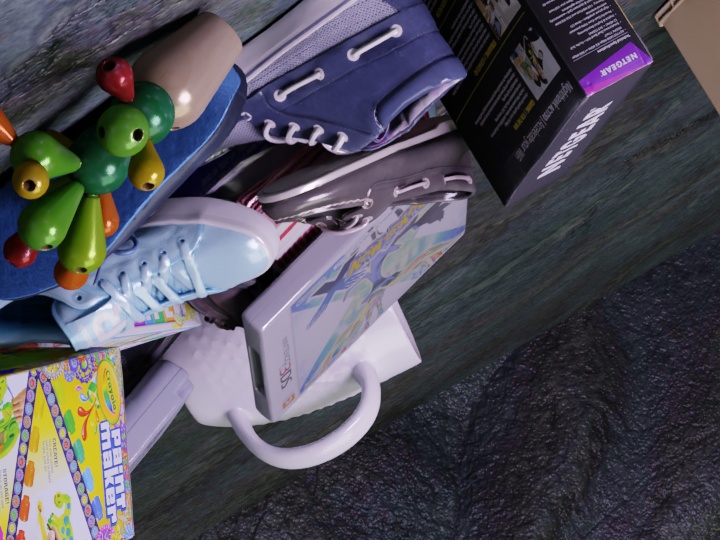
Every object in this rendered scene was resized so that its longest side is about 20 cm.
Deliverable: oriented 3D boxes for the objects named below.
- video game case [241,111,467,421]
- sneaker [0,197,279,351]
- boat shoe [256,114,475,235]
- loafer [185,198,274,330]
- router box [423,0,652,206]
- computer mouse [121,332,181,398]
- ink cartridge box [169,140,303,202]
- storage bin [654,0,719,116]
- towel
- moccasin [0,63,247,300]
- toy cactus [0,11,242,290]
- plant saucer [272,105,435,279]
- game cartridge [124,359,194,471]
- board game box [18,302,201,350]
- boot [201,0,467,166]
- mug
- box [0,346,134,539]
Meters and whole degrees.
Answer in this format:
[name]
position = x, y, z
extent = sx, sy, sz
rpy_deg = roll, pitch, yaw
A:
[video game case]
position = 0.000, 0.000, 1.778
extent = 0.200, 0.022, 0.182
rpy_deg = -45, 164, -15
[sneaker]
position = -0.145, 0.015, 1.582
extent = 0.200, 0.082, 0.074
rpy_deg = -10, 139, 17
[boat shoe]
position = 0.013, -0.050, 1.623
extent = 0.067, 0.057, 0.200
rpy_deg = -11, -171, 37
[loafer]
position = -0.096, -0.002, 1.715
extent = 0.063, 0.072, 0.200
rpy_deg = -12, 166, 4
[router box]
position = 0.088, -0.138, 1.559
extent = 0.051, 0.149, 0.200
rpy_deg = -28, 171, -17
[computer mouse]
position = -0.173, 0.058, 1.903
extent = 0.200, 0.053, 0.138
rpy_deg = -51, 180, 9
[ink cartridge box]
position = -0.067, -0.068, 1.750
extent = 0.200, 0.043, 0.198
rpy_deg = -25, 170, -44
[storage bin]
position = 0.353, -0.175, 2.074
extent = 0.094, 0.200, 0.199
rpy_deg = -24, 168, -28
[towel]
position = -0.009, -0.055, 1.723
extent = 0.144, 0.023, 0.200
rpy_deg = -45, 162, -8
[moccasin]
position = -0.139, -0.047, 1.528
extent = 0.200, 0.081, 0.068
rpy_deg = -33, 175, 15
[toy cactus]
position = -0.134, -0.077, 1.420
extent = 0.165, 0.102, 0.200
rpy_deg = -48, 175, -21
[plant saucer]
position = -0.014, -0.050, 1.881
extent = 0.200, 0.027, 0.200
rpy_deg = -44, -176, 4
[game cartridge]
position = -0.183, 0.139, 1.914
extent = 0.133, 0.041, 0.200
rpy_deg = -55, -179, -18
[board game box]
position = -0.222, 0.051, 1.738
extent = 0.200, 0.034, 0.134
rpy_deg = -18, 176, 20
[boot]
position = -0.034, -0.096, 1.567
extent = 0.200, 0.090, 0.073
rpy_deg = -37, 169, 29
[mug]
position = -0.054, 0.060, 2.008
extent = 0.175, 0.200, 0.148
rpy_deg = -25, 146, 3
[box]
position = -0.271, 0.117, 1.566
extent = 0.200, 0.122, 0.193
rpy_deg = -1, -174, 27
